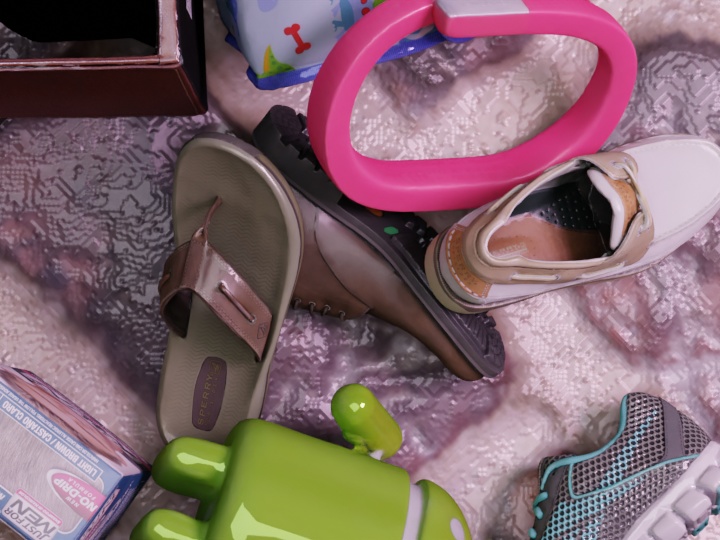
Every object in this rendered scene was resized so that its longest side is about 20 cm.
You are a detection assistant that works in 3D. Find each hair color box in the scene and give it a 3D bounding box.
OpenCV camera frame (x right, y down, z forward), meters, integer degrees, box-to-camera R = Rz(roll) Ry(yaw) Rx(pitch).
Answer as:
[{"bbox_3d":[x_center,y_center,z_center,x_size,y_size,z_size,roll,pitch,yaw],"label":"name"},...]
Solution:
[{"bbox_3d":[-0.174,0.103,1.307,0.100,0.200,0.061,37,87,2],"label":"hair color box"}]

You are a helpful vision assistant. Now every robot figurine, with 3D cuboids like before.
[{"bbox_3d":[-0.025,0.155,1.341,0.199,0.116,0.177,20,70,-8],"label":"robot figurine"}]

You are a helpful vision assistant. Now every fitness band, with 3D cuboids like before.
[{"bbox_3d":[0.063,-0.097,1.339,0.199,0.144,0.038,-3,44,-31],"label":"fitness band"}]

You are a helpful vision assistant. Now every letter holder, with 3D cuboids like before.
[{"bbox_3d":[-0.162,-0.144,1.321,0.141,0.200,0.101,-3,87,0],"label":"letter holder"}]

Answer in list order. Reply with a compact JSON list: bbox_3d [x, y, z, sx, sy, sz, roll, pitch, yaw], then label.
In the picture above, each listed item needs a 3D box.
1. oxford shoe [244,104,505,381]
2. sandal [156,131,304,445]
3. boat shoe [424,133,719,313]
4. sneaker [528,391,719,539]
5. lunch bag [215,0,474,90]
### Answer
[{"bbox_3d":[0.000,0.000,1.388,0.200,0.073,0.084,43,110,0],"label":"oxford shoe"},{"bbox_3d":[-0.080,0.022,1.352,0.079,0.057,0.202,12,109,18],"label":"sandal"},{"bbox_3d":[0.135,-0.029,1.354,0.199,0.068,0.075,-25,87,-24],"label":"boat shoe"},{"bbox_3d":[0.126,0.151,1.378,0.200,0.078,0.091,-42,72,-6],"label":"sneaker"},{"bbox_3d":[0.010,-0.212,1.344,0.199,0.128,0.171,-15,116,-10],"label":"lunch bag"}]
